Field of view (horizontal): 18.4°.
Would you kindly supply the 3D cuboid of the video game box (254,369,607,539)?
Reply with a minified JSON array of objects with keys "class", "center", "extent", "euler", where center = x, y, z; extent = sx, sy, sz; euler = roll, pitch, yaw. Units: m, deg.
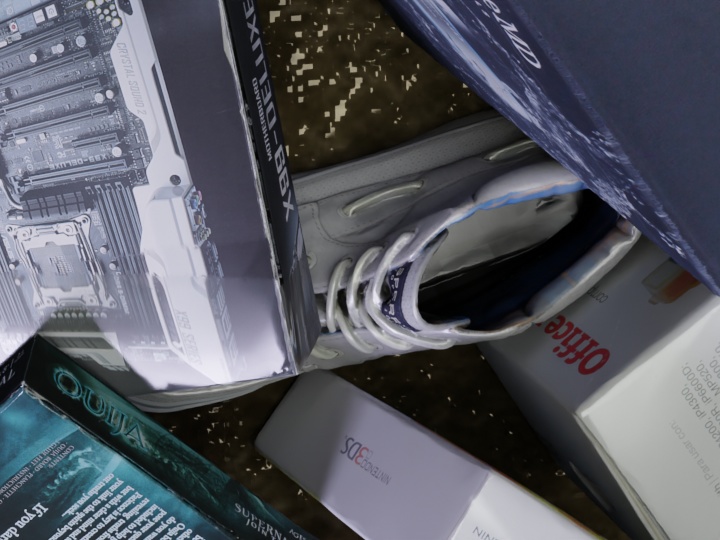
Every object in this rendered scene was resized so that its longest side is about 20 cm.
[{"class":"video game box","center":[0.068,0.109,0.758],"extent":[0.182,0.200,0.047],"euler":[32,87,-19]}]

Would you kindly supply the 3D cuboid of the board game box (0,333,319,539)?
[{"class":"board game box","center":[-0.120,0.122,0.755],"extent":[0.135,0.028,0.200],"euler":[38,120,-21]}]

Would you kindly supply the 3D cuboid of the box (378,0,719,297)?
[{"class":"box","center":[0.055,-0.128,0.668],"extent":[0.117,0.200,0.197],"euler":[-44,133,-1]}]

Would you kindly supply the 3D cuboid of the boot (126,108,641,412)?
[{"class":"boot","center":[0.000,0.000,0.770],"extent":[0.199,0.096,0.074],"euler":[-26,107,-7]}]

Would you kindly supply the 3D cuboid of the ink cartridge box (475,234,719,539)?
[{"class":"ink cartridge box","center":[0.148,0.001,0.781],"extent":[0.200,0.145,0.084],"euler":[-39,108,-3]}]

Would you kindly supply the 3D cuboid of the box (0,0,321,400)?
[{"class":"box","center":[-0.125,-0.034,0.720],"extent":[0.199,0.050,0.159],"euler":[-7,105,12]}]
